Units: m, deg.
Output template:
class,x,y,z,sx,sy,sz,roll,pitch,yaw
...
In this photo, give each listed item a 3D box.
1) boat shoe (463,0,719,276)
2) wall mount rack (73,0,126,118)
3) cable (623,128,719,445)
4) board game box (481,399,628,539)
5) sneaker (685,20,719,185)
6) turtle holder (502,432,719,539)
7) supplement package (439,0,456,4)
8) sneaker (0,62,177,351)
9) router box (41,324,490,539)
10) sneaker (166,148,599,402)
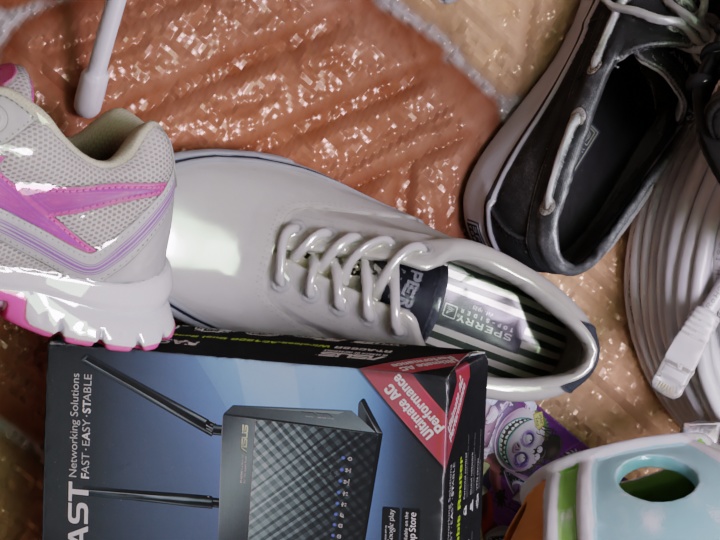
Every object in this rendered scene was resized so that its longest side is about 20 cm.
class,x,y,z,sx,sy,sz,roll,pitch,yaw
boat shoe,0.116,-0.085,1.118,0.074,0.068,0.199,44,74,-28
wall mount rack,-0.136,-0.135,0.963,0.200,0.075,0.174,-6,96,-30
cable,0.206,-0.003,1.184,0.200,0.069,0.200,23,85,-32
board game box,0.028,0.146,1.125,0.120,0.032,0.200,40,77,-33
sneaker,0.169,-0.088,1.072,0.098,0.071,0.201,9,75,-50
turtle holder,0.134,0.130,1.081,0.185,0.141,0.132,-18,69,8
supplement package,0.086,-0.226,0.971,0.147,0.200,0.191,44,53,-28
sneaker,-0.149,-0.032,0.956,0.200,0.081,0.088,8,100,-32
router box,-0.036,0.122,1.013,0.062,0.150,0.200,-20,113,-73
sneaker,0.000,0.000,1.050,0.200,0.071,0.073,14,84,-21
